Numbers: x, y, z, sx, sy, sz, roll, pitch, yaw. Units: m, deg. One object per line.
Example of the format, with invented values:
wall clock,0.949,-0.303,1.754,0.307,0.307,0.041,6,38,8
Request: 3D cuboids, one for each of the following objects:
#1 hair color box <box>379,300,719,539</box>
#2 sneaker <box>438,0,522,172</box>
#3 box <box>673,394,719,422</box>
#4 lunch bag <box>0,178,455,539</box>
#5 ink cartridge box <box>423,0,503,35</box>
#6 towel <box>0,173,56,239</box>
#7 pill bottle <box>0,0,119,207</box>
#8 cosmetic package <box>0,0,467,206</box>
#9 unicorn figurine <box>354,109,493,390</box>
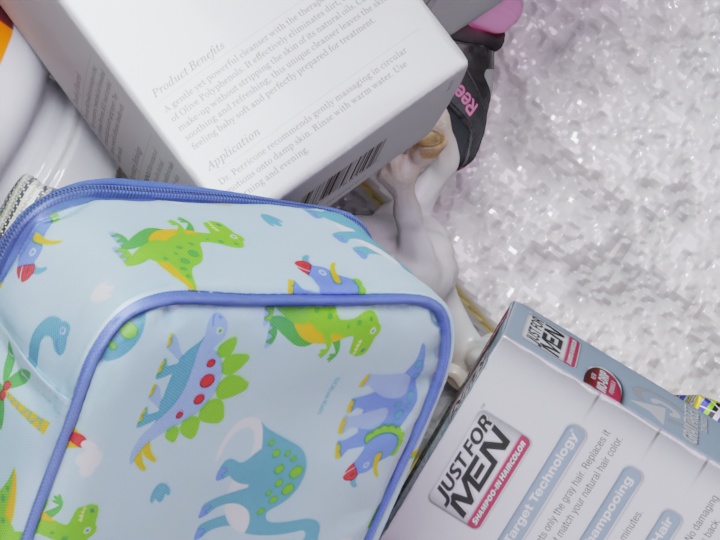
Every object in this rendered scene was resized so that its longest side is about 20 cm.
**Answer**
hair color box,0.115,0.108,0.955,0.199,0.061,0.099,31,105,0
sneaker,-0.036,-0.079,1.006,0.198,0.079,0.096,5,100,-11
box,0.120,0.153,1.032,0.064,0.070,0.201,21,85,-7
lunch bag,-0.064,0.073,0.825,0.160,0.082,0.201,1,121,-40
ink cartridge box,0.008,-0.196,0.966,0.147,0.086,0.200,-34,79,-27
towel,-0.093,0.095,0.905,0.200,0.034,0.193,37,76,-42
pill bottle,-0.188,-0.076,0.936,0.199,0.113,0.113,34,82,-25
cosmetic package,-0.067,-0.110,0.896,0.107,0.085,0.201,-34,83,-15
unicorn figurine,0.000,0.000,0.995,0.198,0.074,0.138,1,130,-4
